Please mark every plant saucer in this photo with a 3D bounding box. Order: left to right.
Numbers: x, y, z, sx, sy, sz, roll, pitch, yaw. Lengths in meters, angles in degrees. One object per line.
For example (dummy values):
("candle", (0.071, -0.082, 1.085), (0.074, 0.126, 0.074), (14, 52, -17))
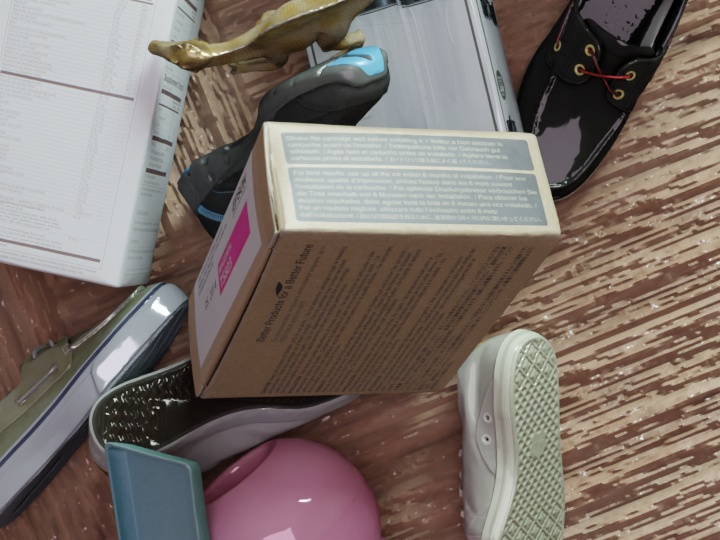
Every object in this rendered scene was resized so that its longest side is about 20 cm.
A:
("plant saucer", (-0.111, 0.198, 0.929), (0.070, 0.019, 0.201), (9, 114, 35))

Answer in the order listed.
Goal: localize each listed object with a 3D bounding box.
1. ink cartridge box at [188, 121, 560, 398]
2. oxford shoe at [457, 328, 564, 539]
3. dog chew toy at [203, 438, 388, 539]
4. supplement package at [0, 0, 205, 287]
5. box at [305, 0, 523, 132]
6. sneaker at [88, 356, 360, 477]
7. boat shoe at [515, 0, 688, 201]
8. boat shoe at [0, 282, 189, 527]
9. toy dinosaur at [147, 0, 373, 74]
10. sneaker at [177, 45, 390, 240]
("ink cartridge box", (0.000, 0.000, 0.897), (0.164, 0.200, 0.075), (1, 60, -20))
("oxford shoe", (0.091, 0.135, 0.994), (0.058, 0.075, 0.201), (7, 101, 42))
("dog chew toy", (-0.017, 0.204, 0.966), (0.124, 0.125, 0.200), (-37, 97, 1))
("supplement package", (-0.173, -0.099, 0.966), (0.113, 0.110, 0.201), (13, 91, 1))
("box", (0.032, -0.127, 0.971), (0.116, 0.060, 0.201), (-15, 90, 20))
("sneaker", (-0.081, 0.081, 0.996), (0.199, 0.085, 0.073), (-16, 69, -18))
("boat shoe", (0.153, -0.139, 0.985), (0.073, 0.063, 0.202), (26, 93, -2))
("boat shoe", (-0.192, 0.077, 0.989), (0.062, 0.072, 0.200), (43, 93, 7))
("toy dinosaur", (-0.020, -0.149, 0.900), (0.199, 0.101, 0.058), (-25, 91, 11))
("sneaker", (-0.034, -0.066, 0.938), (0.073, 0.200, 0.082), (-25, 82, -39))
